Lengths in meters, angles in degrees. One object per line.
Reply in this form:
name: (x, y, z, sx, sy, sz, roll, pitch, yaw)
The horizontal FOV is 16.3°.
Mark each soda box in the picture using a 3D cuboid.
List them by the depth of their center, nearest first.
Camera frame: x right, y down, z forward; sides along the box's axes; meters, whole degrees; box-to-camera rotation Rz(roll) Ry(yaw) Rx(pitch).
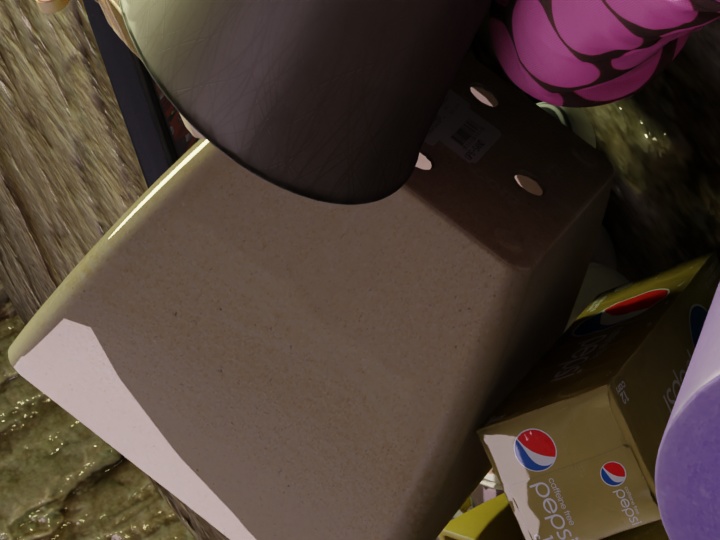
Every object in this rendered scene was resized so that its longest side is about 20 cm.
soda box: (0.122, 0.056, 1.135, 0.064, 0.068, 0.200, 65, -154, -8)

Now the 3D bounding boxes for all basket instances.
basket: (0.007, -0.158, 0.988, 0.200, 0.135, 0.181, -57, 39, 35)

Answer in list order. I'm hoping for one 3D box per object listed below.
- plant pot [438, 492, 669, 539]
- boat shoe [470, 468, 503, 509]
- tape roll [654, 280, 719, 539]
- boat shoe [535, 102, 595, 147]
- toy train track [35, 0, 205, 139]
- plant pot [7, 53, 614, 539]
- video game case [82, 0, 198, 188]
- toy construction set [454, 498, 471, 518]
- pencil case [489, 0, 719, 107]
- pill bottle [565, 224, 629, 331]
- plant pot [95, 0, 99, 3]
plant pot: (0.182, 0.161, 1.175, 0.200, 0.176, 0.200, 58, 167, -7)
boat shoe: (0.096, 0.093, 1.355, 0.201, 0.071, 0.066, -40, -41, -67)
tape roll: (0.205, 0.061, 0.843, 0.199, 0.085, 0.201, 15, 140, 13)
boat shoe: (0.032, -0.019, 1.256, 0.056, 0.200, 0.069, 15, -134, -44)
toy train track: (-0.110, -0.109, 1.089, 0.200, 0.032, 0.115, 48, 166, 46)
plant pot: (0.000, 0.000, 1.127, 0.200, 0.200, 0.177, 38, 122, 5)
video game case: (-0.085, -0.165, 1.394, 0.025, 0.181, 0.200, 18, 151, 20)
toy construction set: (0.011, 0.113, 1.859, 0.201, 0.092, 0.131, 63, -168, 9)
pencil case: (0.117, -0.119, 0.954, 0.200, 0.093, 0.091, 160, 115, -76)
pill bottle: (0.066, -0.007, 1.340, 0.200, 0.111, 0.112, 45, 163, 41)
plant pot: (-0.044, -0.226, 1.144, 0.187, 0.187, 0.200, 56, 154, 4)
